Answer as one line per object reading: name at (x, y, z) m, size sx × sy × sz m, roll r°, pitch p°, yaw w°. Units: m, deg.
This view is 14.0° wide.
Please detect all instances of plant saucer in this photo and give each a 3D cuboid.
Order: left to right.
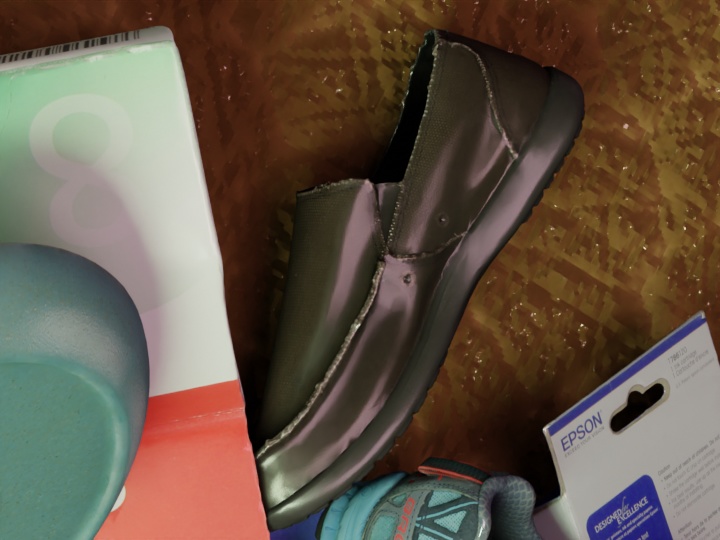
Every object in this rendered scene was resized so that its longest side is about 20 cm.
plant saucer at (-0.142, 0.075, 0.868) m, size 0.200 × 0.027 × 0.200 m, roll -28°, pitch 147°, yaw -20°

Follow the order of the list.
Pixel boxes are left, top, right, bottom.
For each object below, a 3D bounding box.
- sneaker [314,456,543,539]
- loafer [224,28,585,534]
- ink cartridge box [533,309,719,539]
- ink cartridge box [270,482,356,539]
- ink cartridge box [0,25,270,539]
sneaker at (0.063, 0.156, 1.017) m, size 0.200 × 0.095 × 0.079 m, roll 58°, pitch 42°, yaw -10°
loafer at (0.000, 0.000, 1.025) m, size 0.071 × 0.073 × 0.200 m, roll 35°, pitch 73°, yaw -13°
ink cartridge box at (0.117, 0.124, 1.097) m, size 0.099 × 0.039 × 0.200 m, roll -31°, pitch 110°, yaw -37°
ink cartridge box at (-0.004, 0.202, 1.054) m, size 0.196 × 0.043 × 0.200 m, roll 43°, pitch 77°, yaw -24°
ink cartridge box at (-0.119, 0.033, 0.943) m, size 0.161 × 0.050 × 0.201 m, roll -11°, pitch 100°, yaw -3°
